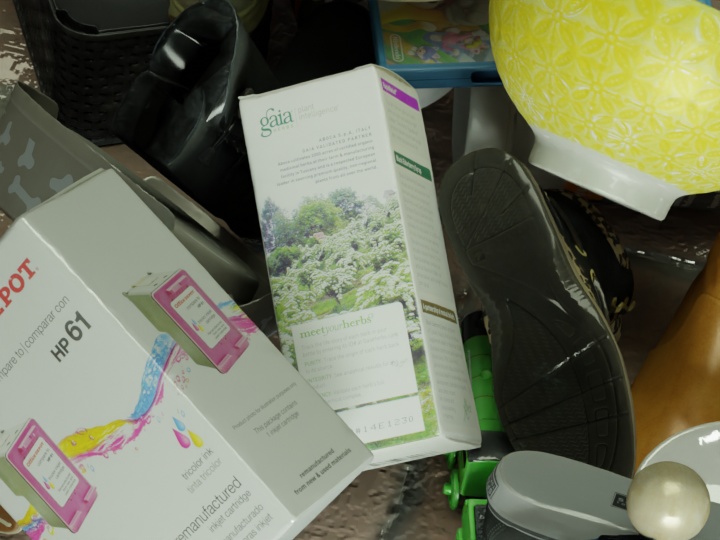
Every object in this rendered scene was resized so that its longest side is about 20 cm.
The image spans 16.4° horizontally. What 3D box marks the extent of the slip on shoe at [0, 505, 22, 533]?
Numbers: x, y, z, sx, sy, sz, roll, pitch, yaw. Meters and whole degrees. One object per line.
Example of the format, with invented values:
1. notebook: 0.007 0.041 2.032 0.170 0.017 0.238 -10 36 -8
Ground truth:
1. slip on shoe: -0.242 0.063 1.331 0.200 0.076 0.061 29 54 15

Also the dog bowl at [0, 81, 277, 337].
1. dog bowl: -0.123 -0.020 1.365 0.200 0.200 0.059 39 93 27

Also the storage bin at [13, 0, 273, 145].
1. storage bin: -0.143 -0.183 1.577 0.135 0.094 0.200 -9 48 -16

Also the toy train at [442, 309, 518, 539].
1. toy train: 0.067 0.101 1.351 0.042 0.056 0.200 3 46 -5

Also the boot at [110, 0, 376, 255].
1. boot: -0.057 -0.107 1.401 0.066 0.200 0.165 14 78 24

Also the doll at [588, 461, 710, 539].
1. doll: 0.115 0.184 1.186 0.136 0.200 0.048 22 8 14

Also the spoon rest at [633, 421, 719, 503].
1. spoon rest: 0.204 0.162 1.282 0.099 0.061 0.200 -19 59 0

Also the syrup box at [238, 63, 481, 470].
1. syrup box: 0.000 0.000 1.311 0.079 0.081 0.200 -13 79 17

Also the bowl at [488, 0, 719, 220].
1. bowl: 0.146 -0.091 1.333 0.200 0.108 0.200 24 3 -1

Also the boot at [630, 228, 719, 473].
1. boot: 0.193 0.030 1.377 0.071 0.144 0.201 23 47 15

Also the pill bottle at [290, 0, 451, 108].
1. pill bottle: 0.001 -0.200 1.604 0.106 0.106 0.200 -5 46 -12

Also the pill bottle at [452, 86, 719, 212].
1. pill bottle: 0.160 -0.096 1.516 0.200 0.116 0.116 3 45 -4

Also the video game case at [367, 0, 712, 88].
1. video game case: 0.105 -0.161 1.481 0.200 0.018 0.143 -2 44 -4

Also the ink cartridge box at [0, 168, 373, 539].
1. ink cartridge box: -0.116 0.072 1.239 0.200 0.145 0.085 48 36 7

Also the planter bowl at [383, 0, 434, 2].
1. planter bowl: 0.006 -0.232 1.415 0.135 0.200 0.200 -28 53 -7

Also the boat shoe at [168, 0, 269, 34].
1. boat shoe: -0.066 -0.218 1.512 0.073 0.063 0.200 10 45 2

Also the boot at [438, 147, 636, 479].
1. boot: 0.114 0.033 1.377 0.073 0.151 0.200 -26 79 17

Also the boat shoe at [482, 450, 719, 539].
1. boat shoe: 0.154 0.148 1.240 0.200 0.057 0.069 20 29 14
